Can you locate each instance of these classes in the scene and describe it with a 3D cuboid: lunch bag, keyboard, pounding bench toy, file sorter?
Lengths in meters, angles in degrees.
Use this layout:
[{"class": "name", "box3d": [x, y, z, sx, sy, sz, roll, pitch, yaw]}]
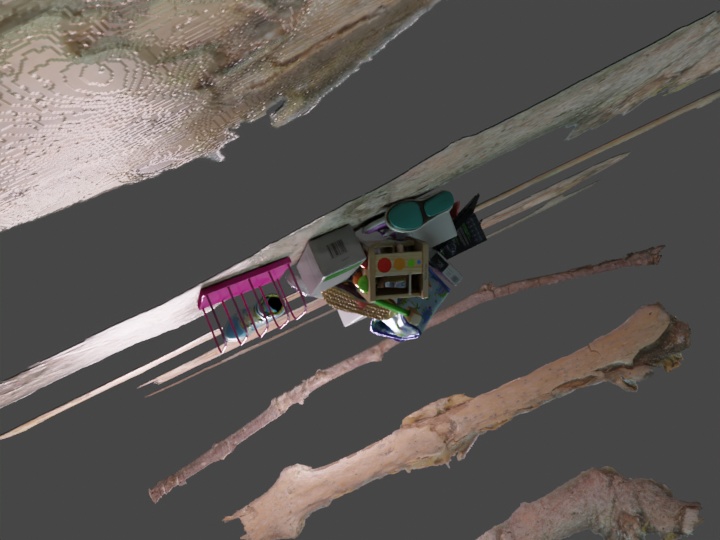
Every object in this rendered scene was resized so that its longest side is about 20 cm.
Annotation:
[{"class": "lunch bag", "box3d": [0.121, 0.096, 1.485, 0.171, 0.128, 0.199, -51, -164, -28]}, {"class": "keyboard", "box3d": [0.244, -0.112, 1.449, 0.200, 0.020, 0.128, -54, -173, 52]}, {"class": "pounding bench toy", "box3d": [0.063, 0.032, 1.259, 0.154, 0.203, 0.124, -5, -169, -14]}, {"class": "file sorter", "box3d": [-0.231, 0.079, 1.180, 0.198, 0.127, 0.139, -22, 172, -24]}]

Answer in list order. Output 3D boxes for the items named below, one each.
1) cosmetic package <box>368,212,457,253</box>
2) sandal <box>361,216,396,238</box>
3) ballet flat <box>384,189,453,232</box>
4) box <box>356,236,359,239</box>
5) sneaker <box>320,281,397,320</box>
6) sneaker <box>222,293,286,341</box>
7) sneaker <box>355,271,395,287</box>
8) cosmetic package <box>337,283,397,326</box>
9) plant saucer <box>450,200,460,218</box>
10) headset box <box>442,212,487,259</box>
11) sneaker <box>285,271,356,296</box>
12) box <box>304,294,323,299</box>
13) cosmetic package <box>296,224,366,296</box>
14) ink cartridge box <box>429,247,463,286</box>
[{"class": "cosmetic package", "box3d": [0.129, -0.083, 1.375, 0.198, 0.072, 0.101, -25, -167, -9]}, {"class": "sandal", "box3d": [0.080, -0.101, 1.260, 0.082, 0.050, 0.202, -31, 173, 36]}, {"class": "ballet flat", "box3d": [0.120, -0.126, 1.197, 0.198, 0.070, 0.069, -24, 174, -32]}, {"class": "box", "box3d": [-0.030, -0.037, 1.394, 0.041, 0.039, 0.200, -22, 172, -12]}, {"class": "sneaker", "box3d": [-0.004, 0.055, 1.358, 0.075, 0.197, 0.091, 118, -11, -46]}, {"class": "sneaker", "box3d": [-0.292, 0.123, 1.500, 0.199, 0.080, 0.131, -34, 178, -17]}, {"class": "sneaker", "box3d": [0.000, 0.000, 1.515, 0.197, 0.075, 0.082, 5, 143, 6]}, {"class": "cosmetic package", "box3d": [0.026, 0.055, 1.754, 0.198, 0.168, 0.167, -20, 172, -27]}, {"class": "plant saucer", "box3d": [0.190, -0.121, 1.577, 0.197, 0.037, 0.200, -25, 174, -3]}, {"class": "headset box", "box3d": [0.303, -0.106, 1.742, 0.198, 0.094, 0.174, -26, -177, 13]}, {"class": "sneaker", "box3d": [-0.094, 0.021, 1.382, 0.198, 0.101, 0.075, 14, -167, -28]}, {"class": "box", "box3d": [-0.082, 0.061, 1.537, 0.135, 0.041, 0.200, 14, 173, -14]}, {"class": "cosmetic package", "box3d": [-0.069, -0.018, 1.209, 0.107, 0.086, 0.200, -24, 172, -17]}, {"class": "ink cartridge box", "box3d": [0.193, -0.023, 1.405, 0.037, 0.095, 0.200, -46, -167, 4]}]
